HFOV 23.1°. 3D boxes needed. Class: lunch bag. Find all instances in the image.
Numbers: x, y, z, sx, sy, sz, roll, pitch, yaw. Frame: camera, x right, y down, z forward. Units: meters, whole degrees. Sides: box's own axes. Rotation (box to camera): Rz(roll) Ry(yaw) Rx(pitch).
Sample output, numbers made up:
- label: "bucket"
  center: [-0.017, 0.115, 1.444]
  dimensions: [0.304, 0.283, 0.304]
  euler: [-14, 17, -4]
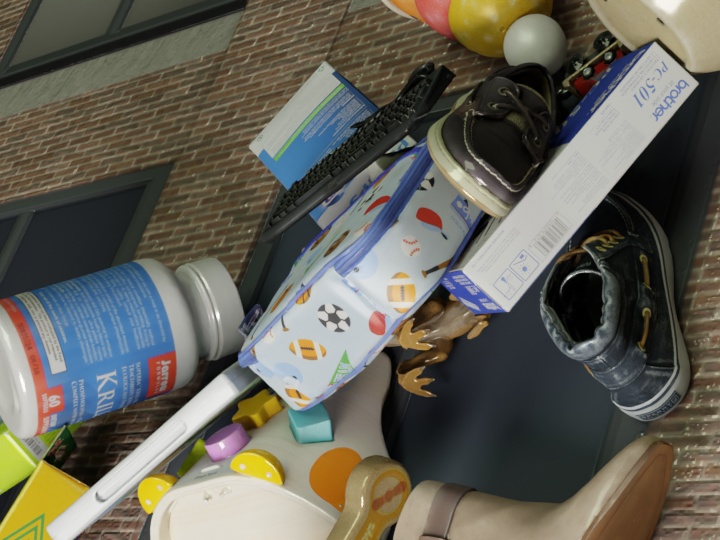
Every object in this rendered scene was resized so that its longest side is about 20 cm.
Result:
- label: "lunch bag"
  center: [0.000, 0.000, 1.218]
  dimensions: [0.200, 0.075, 0.161]
  euler: [-40, 14, 45]

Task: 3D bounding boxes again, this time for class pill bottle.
- label: "pill bottle"
  center: [-0.198, 0.054, 1.418]
  dimensions: [0.199, 0.113, 0.112]
  euler: [-18, 25, -24]

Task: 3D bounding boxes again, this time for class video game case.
- label: "video game case"
  center: [-0.135, 0.122, 1.336]
  dimensions: [0.182, 0.022, 0.200]
  euler: [-41, -1, 14]

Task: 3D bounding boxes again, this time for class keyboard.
- label: "keyboard"
  center: [0.002, -0.099, 1.339]
  dimensions: [0.200, 0.021, 0.127]
  euler: [-35, 14, 43]

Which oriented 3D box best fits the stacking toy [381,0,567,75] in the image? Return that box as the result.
- label: "stacking toy"
  center: [0.103, -0.218, 1.401]
  dimensions: [0.146, 0.146, 0.200]
  euler: [-41, 46, 13]

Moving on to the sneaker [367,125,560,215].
- label: "sneaker"
  center: [0.103, -0.057, 1.306]
  dimensions: [0.199, 0.089, 0.077]
  euler: [-5, 10, 28]

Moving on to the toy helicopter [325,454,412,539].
- label: "toy helicopter"
  center: [-0.030, 0.205, 1.135]
  dimensions: [0.079, 0.132, 0.201]
  euler: [7, 63, 52]

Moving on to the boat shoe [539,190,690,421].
- label: "boat shoe"
  center: [0.158, 0.000, 1.150]
  dimensions: [0.071, 0.091, 0.201]
  euler: [-35, 37, 21]

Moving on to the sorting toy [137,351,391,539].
- label: "sorting toy"
  center: [-0.057, 0.128, 1.296]
  dimensions: [0.199, 0.107, 0.180]
  euler: [-19, 26, 38]

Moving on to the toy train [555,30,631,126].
- label: "toy train"
  center: [0.184, -0.151, 1.315]
  dimensions: [0.200, 0.034, 0.046]
  euler: [-36, 40, 21]

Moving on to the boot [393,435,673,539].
- label: "boot"
  center: [0.089, 0.166, 1.074]
  dimensions: [0.146, 0.070, 0.201]
  euler: [28, 91, 43]

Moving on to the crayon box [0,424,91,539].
- label: "crayon box"
  center: [-0.265, 0.227, 1.402]
  dimensions: [0.201, 0.051, 0.127]
  euler: [-60, -2, -13]

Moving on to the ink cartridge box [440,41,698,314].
- label: "ink cartridge box"
  center: [0.136, -0.059, 1.180]
  dimensions: [0.200, 0.044, 0.094]
  euler: [-49, 6, -7]

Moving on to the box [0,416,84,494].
- label: "box"
  center: [-0.308, 0.154, 1.516]
  dimensions: [0.200, 0.048, 0.122]
  euler: [-32, 12, 41]

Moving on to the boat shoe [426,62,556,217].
- label: "boat shoe"
  center: [0.094, -0.095, 1.159]
  dimensions: [0.065, 0.072, 0.200]
  euler: [-46, 5, 21]

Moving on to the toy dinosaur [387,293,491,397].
- label: "toy dinosaur"
  center: [0.048, 0.044, 1.285]
  dimensions: [0.199, 0.061, 0.106]
  euler: [-22, 16, 32]

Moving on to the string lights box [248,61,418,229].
- label: "string lights box"
  center: [-0.010, -0.089, 1.457]
  dimensions: [0.103, 0.059, 0.200]
  euler: [-47, 34, 4]

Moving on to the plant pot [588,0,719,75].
- label: "plant pot"
  center: [0.225, -0.209, 1.165]
  dimensions: [0.135, 0.200, 0.200]
  euler: [-49, 34, -7]
